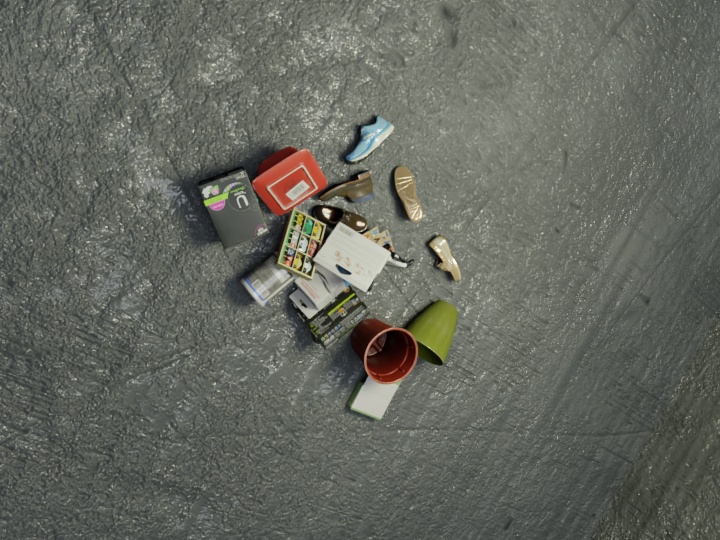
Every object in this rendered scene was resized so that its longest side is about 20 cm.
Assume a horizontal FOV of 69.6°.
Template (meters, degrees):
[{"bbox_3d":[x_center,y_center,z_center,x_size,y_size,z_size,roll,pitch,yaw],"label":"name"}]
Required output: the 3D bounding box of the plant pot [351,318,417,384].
[{"bbox_3d":[0.067,0.267,1.819,0.200,0.195,0.202,-5,104,-22],"label":"plant pot"}]

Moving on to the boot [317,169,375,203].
[{"bbox_3d":[-0.039,-0.250,1.718,0.199,0.075,0.097,-29,109,-16],"label":"boot"}]

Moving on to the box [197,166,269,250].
[{"bbox_3d":[-0.379,-0.189,1.552,0.148,0.124,0.201,-21,111,-9],"label":"box"}]

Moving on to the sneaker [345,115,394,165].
[{"bbox_3d":[0.016,-0.430,1.713,0.090,0.078,0.200,45,79,-6],"label":"sneaker"}]

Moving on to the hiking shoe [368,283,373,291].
[{"bbox_3d":[0.000,0.000,1.779,0.200,0.086,0.075,76,26,-53],"label":"hiking shoe"}]

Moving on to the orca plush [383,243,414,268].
[{"bbox_3d":[0.111,-0.059,1.808,0.199,0.105,0.072,11,79,-34],"label":"orca plush"}]

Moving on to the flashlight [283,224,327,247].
[{"bbox_3d":[-0.152,-0.107,1.712,0.199,0.068,0.068,12,61,-27],"label":"flashlight"}]

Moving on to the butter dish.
[{"bbox_3d":[-0.233,-0.300,1.591,0.199,0.148,0.200,-33,149,1],"label":"butter dish"}]

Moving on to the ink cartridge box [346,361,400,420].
[{"bbox_3d":[0.058,0.445,1.939,0.145,0.048,0.201,28,90,-26],"label":"ink cartridge box"}]

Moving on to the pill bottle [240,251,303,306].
[{"bbox_3d":[-0.273,0.012,1.659,0.200,0.114,0.114,-40,114,-10],"label":"pill bottle"}]

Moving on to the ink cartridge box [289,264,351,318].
[{"bbox_3d":[-0.134,0.047,1.707,0.200,0.068,0.116,-42,70,-11],"label":"ink cartridge box"}]

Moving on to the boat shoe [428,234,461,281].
[{"bbox_3d":[0.310,-0.037,1.926,0.069,0.074,0.201,-30,112,-1],"label":"boat shoe"}]

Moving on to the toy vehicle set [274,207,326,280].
[{"bbox_3d":[-0.186,-0.082,1.626,0.124,0.026,0.201,25,61,-26],"label":"toy vehicle set"}]

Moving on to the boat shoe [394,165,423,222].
[{"bbox_3d":[0.163,-0.263,1.808,0.072,0.065,0.201,-21,91,-8],"label":"boat shoe"}]

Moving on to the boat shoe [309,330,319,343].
[{"bbox_3d":[-0.102,0.163,1.797,0.072,0.061,0.202,32,89,-26],"label":"boat shoe"}]

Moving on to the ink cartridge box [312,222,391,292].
[{"bbox_3d":[-0.028,-0.037,1.649,0.199,0.044,0.174,31,62,5],"label":"ink cartridge box"}]

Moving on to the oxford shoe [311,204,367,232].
[{"bbox_3d":[-0.057,-0.169,1.722,0.199,0.084,0.073,11,86,-28],"label":"oxford shoe"}]

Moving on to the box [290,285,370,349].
[{"bbox_3d":[-0.100,0.129,1.746,0.200,0.048,0.193,-39,77,-11],"label":"box"}]

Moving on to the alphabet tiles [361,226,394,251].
[{"bbox_3d":[0.025,-0.057,1.802,0.199,0.006,0.167,-31,129,-14],"label":"alphabet tiles"}]

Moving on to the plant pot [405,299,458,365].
[{"bbox_3d":[0.273,0.215,1.921,0.187,0.187,0.200,44,69,-25],"label":"plant pot"}]
